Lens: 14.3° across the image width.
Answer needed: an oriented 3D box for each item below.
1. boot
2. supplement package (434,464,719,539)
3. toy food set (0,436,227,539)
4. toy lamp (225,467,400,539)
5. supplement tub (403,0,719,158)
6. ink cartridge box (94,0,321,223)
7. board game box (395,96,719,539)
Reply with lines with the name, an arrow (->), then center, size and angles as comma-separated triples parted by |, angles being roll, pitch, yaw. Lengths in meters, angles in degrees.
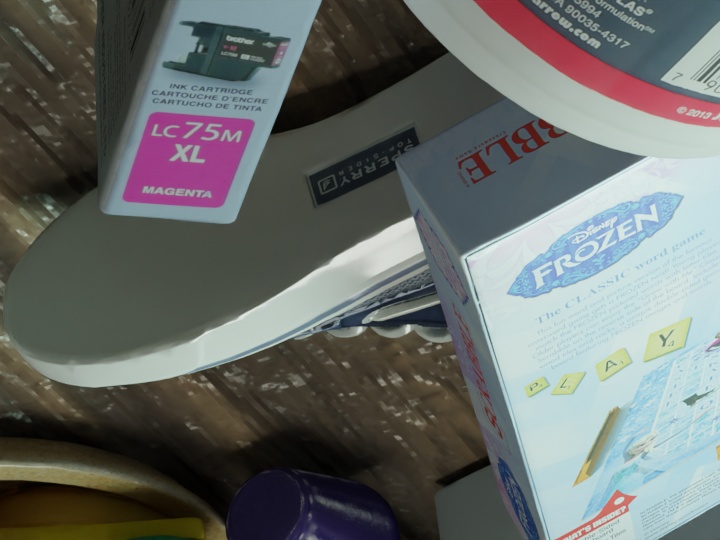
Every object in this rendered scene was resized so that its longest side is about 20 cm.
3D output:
boot -> 0.000, 0.000, 0.849 | 0.200, 0.073, 0.090 | -20, 143, 15
supplement package -> 0.128, 0.151, 0.986 | 0.156, 0.200, 0.111 | -27, 141, 28
toy food set -> -0.139, 0.121, 1.031 | 0.200, 0.049, 0.198 | -2, 146, -6
toy lamp -> 0.017, 0.124, 1.059 | 0.058, 0.058, 0.200 | -22, 144, 21
supplement tub -> 0.097, -0.129, 0.612 | 0.140, 0.140, 0.200 | 14, 141, -28
ink cartridge box -> -0.025, -0.114, 0.631 | 0.042, 0.119, 0.200 | 4, 145, -13
board game box -> 0.120, -0.012, 0.822 | 0.200, 0.041, 0.200 | -29, 147, -7
